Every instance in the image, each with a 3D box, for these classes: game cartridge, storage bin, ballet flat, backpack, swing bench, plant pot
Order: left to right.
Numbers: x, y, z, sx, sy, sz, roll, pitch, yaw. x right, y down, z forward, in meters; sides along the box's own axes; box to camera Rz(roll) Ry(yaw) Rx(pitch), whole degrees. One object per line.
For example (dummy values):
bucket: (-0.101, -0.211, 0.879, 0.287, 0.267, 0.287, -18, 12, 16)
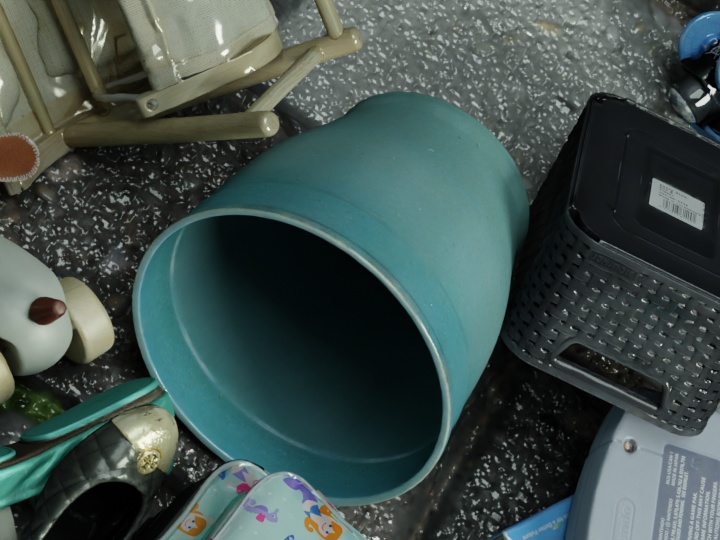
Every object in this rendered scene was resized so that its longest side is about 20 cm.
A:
ballet flat: (-0.187, 0.121, 1.646, 0.200, 0.067, 0.071, -19, 98, -26)
ballet flat: (-0.159, 0.160, 1.611, 0.200, 0.057, 0.066, -54, 129, -8)
swing bench: (-0.138, -0.172, 1.680, 0.130, 0.199, 0.199, -48, 122, -52)
backpack: (-0.047, 0.219, 1.624, 0.200, 0.151, 0.178, 45, 58, -7)
plant pot: (0.000, 0.000, 1.709, 0.200, 0.200, 0.188, 42, 45, -3)
storage bin: (0.171, -0.008, 1.771, 0.135, 0.094, 0.200, 26, 28, -4)
game cartridge: (0.183, 0.174, 1.725, 0.133, 0.041, 0.201, 21, 62, -20)

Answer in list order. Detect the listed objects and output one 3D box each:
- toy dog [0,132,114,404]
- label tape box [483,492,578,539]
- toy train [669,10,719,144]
toy dog: (-0.219, -0.015, 1.663, 0.200, 0.096, 0.132, 38, 60, -6)
label tape box: (0.173, 0.222, 1.758, 0.143, 0.066, 0.200, -23, 82, -29)
toy train: (0.295, -0.139, 1.913, 0.200, 0.087, 0.114, -34, 118, -5)
